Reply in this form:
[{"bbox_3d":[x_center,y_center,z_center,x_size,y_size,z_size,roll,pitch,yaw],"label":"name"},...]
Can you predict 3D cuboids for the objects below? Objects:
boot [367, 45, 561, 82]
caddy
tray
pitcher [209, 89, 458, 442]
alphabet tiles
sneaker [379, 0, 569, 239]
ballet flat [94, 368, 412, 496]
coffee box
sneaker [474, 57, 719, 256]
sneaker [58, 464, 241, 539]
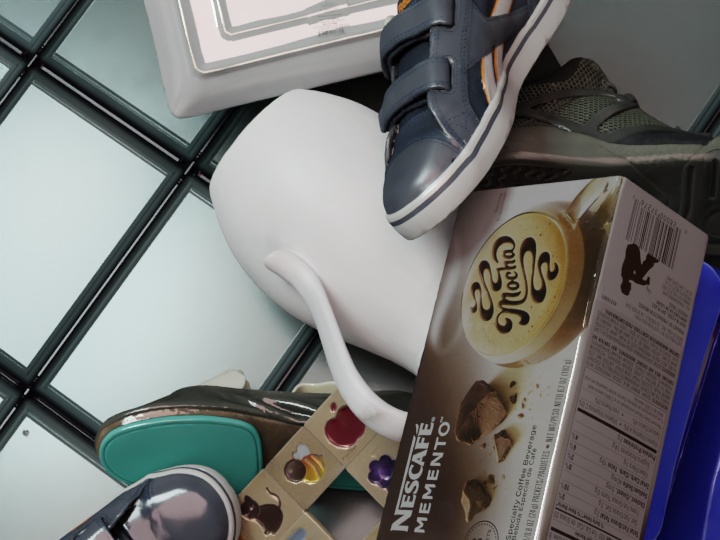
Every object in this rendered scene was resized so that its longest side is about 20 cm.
[{"bbox_3d":[0.015,-0.125,1.141,0.198,0.072,0.145,-18,76,-4],"label":"boot"},{"bbox_3d":[0.171,0.086,1.056,0.140,0.105,0.202,22,77,-16],"label":"caddy"},{"bbox_3d":[-0.025,-0.162,1.105,0.198,0.022,0.108,-14,84,-3],"label":"tray"},{"bbox_3d":[0.000,0.000,1.064,0.200,0.171,0.122,42,124,10],"label":"pitcher"},{"bbox_3d":[-0.017,0.191,1.054,0.167,0.008,0.200,45,103,6],"label":"alphabet tiles"},{"bbox_3d":[0.043,-0.106,1.022,0.079,0.078,0.201,41,47,-16],"label":"sneaker"},{"bbox_3d":[-0.051,0.093,1.094,0.198,0.068,0.069,4,34,-4],"label":"ballet flat"},{"bbox_3d":[0.091,0.063,0.965,0.112,0.080,0.202,-3,66,48],"label":"coffee box"},{"bbox_3d":[0.161,-0.069,1.084,0.197,0.077,0.115,5,40,4],"label":"sneaker"},{"bbox_3d":[-0.152,0.183,1.043,0.200,0.079,0.079,-39,86,12],"label":"sneaker"}]
